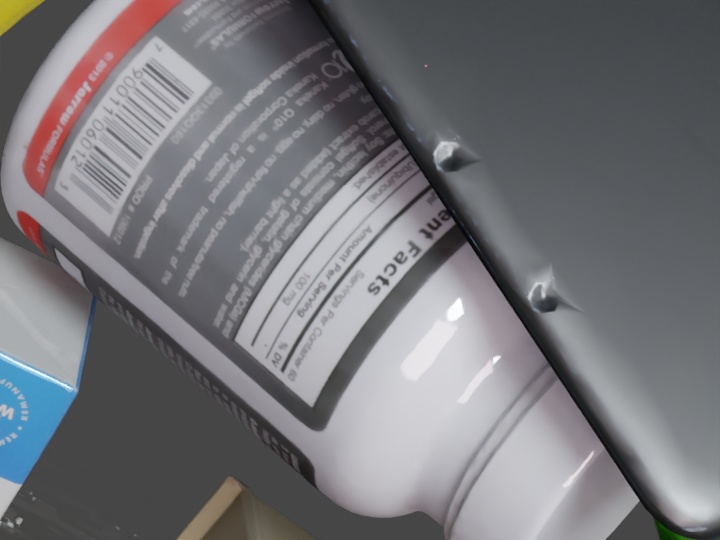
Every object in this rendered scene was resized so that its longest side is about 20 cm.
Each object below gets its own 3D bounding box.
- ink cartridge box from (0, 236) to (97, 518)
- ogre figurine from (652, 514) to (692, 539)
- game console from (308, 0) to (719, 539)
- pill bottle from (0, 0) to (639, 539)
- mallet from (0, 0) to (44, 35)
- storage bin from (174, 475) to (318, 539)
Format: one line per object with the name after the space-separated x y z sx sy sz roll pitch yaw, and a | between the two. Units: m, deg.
-0.180 0.070 0.868 0.116 0.067 0.200 26 116 -14 | ink cartridge box
0.114 0.047 0.876 0.200 0.098 0.120 -48 64 2 | ogre figurine
0.097 -0.037 0.795 0.116 0.176 0.200 -35 81 12 | game console
0.000 0.000 0.812 0.200 0.116 0.116 40 103 17 | pill bottle
-0.090 -0.084 0.836 0.200 0.041 0.066 -30 113 19 | mallet
-0.023 0.209 0.937 0.200 0.094 0.199 36 101 -16 | storage bin
